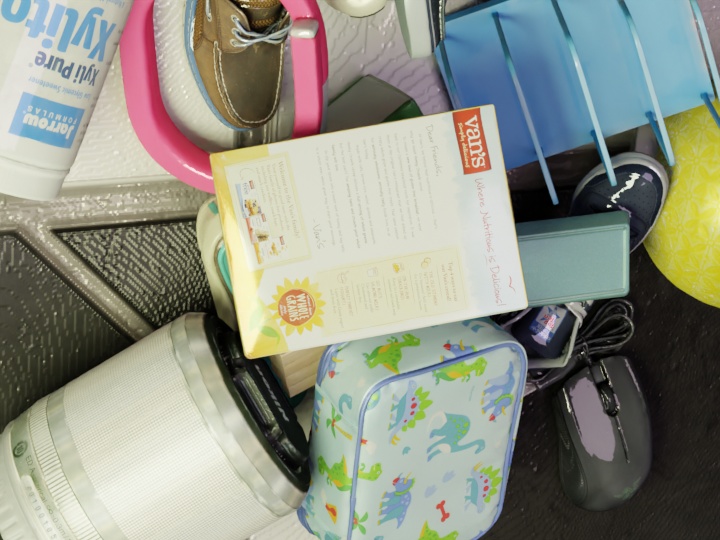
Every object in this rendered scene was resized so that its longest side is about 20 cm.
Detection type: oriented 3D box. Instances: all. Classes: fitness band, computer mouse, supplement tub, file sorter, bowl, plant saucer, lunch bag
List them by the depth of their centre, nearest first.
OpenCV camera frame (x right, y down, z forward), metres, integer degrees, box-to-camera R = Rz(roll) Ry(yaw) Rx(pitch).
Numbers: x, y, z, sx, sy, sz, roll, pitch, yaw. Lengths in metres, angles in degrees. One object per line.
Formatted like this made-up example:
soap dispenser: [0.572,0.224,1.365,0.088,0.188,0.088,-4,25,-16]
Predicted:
supplement tub: [-0.221,-0.160,1.137,0.132,0.132,0.201,16,99,-34]
fitness band: [-0.095,-0.136,1.217,0.143,0.037,0.200,7,131,8]
lunch bag: [0.041,0.125,1.305,0.160,0.082,0.200,-15,129,-28]
file sorter: [0.168,-0.138,1.336,0.199,0.123,0.139,-18,118,7]
plant saucer: [0.116,0.000,1.338,0.199,0.019,0.070,-7,107,-14]
bowl: [0.275,-0.075,1.462,0.107,0.200,0.201,12,105,5]
computer mouse: [0.213,0.138,1.557,0.138,0.053,0.200,-28,120,-20]

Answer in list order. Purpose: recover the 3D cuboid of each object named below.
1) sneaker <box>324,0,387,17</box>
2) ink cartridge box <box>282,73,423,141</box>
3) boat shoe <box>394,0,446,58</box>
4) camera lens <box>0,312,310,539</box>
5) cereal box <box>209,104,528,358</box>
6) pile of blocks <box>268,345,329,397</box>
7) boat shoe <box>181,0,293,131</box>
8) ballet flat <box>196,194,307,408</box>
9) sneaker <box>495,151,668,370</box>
sneaker: [-0.030,-0.266,1.197,0.070,0.093,0.200,-16,102,4]
ink cartridge box: [0.014,-0.025,1.358,0.147,0.083,0.200,-41,124,-10]
boat shoe: [0.066,-0.250,1.231,0.091,0.071,0.201,-6,109,-5]
camera lens: [-0.147,0.137,1.251,0.200,0.160,0.160,-30,123,5]
cereal box: [0.006,-0.027,1.206,0.199,0.040,0.144,-10,94,-3]
pile of blocks: [0.000,0.000,1.277,0.200,0.062,0.082,-44,141,0]
boat shoe: [-0.085,-0.189,1.242,0.072,0.072,0.201,-18,116,-23]
ballet flat: [-0.084,0.023,1.328,0.069,0.069,0.200,-29,134,-19]
sneaker: [0.173,0.001,1.397,0.070,0.109,0.200,33,126,-8]
